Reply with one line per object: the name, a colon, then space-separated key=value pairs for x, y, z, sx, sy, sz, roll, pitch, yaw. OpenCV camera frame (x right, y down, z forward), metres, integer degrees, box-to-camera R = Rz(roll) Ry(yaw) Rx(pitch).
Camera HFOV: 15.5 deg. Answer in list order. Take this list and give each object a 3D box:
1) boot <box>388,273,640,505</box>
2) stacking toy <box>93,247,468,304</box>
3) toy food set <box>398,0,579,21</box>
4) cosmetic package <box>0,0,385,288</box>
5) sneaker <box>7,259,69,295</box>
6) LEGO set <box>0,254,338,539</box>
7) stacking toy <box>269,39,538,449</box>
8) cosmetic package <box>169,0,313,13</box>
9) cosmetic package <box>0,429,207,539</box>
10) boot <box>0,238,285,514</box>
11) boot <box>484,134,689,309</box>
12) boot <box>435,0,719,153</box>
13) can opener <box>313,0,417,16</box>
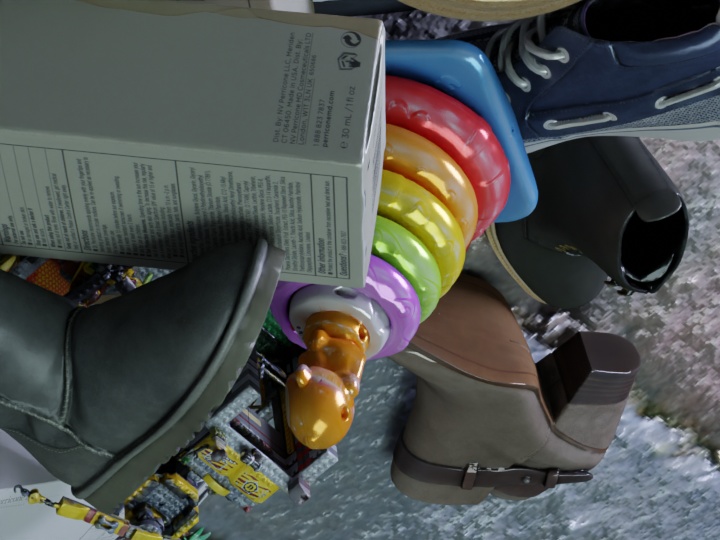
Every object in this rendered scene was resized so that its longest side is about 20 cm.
boot: x=0.055 y=0.076 z=1.466 sx=0.199 sy=0.070 sz=0.146 roll=15 pitch=138 yaw=-22
stacking toy: x=-0.032 y=-0.013 z=1.314 sx=0.199 sy=0.085 sz=0.086 roll=-8 pitch=137 yaw=-31
toy food set: x=0.059 y=-0.204 z=1.142 sx=0.197 sy=0.049 sz=0.201 roll=-12 pitch=118 yaw=-8
cosmetic package: x=-0.092 y=-0.054 z=1.069 sx=0.199 sy=0.073 sz=0.104 roll=7 pitch=151 yaw=3
sneaker: x=-0.231 y=0.046 z=1.278 sx=0.200 sy=0.073 sz=0.077 roll=-39 pitch=124 yaw=3
LEGO set: x=-0.104 y=0.057 z=1.188 sx=0.154 sy=0.116 sz=0.200 roll=-32 pitch=119 yaw=13
stacking toy: x=0.000 y=0.000 z=1.180 sx=0.109 sy=0.200 sz=0.116 roll=-2 pitch=137 yaw=23
cosmetic package: x=-0.079 y=-0.128 z=1.099 sx=0.103 sy=0.073 sz=0.200 roll=4 pitch=149 yaw=6
cosmetic package: x=-0.149 y=0.108 z=1.339 sx=0.200 sy=0.051 sz=0.083 roll=-6 pitch=141 yaw=-54
boot: x=-0.152 y=0.009 z=1.063 sx=0.200 sy=0.073 sz=0.182 roll=32 pitch=128 yaw=-13
boot: x=0.118 y=-0.013 z=1.344 sx=0.077 sy=0.139 sz=0.200 roll=-23 pitch=142 yaw=-7
boot: x=0.087 y=-0.101 z=1.235 sx=0.199 sy=0.073 sz=0.090 roll=-6 pitch=155 yaw=18
can opener: x=0.056 y=-0.144 z=1.226 sx=0.199 sy=0.063 sz=0.079 roll=-11 pitch=126 yaw=-19
